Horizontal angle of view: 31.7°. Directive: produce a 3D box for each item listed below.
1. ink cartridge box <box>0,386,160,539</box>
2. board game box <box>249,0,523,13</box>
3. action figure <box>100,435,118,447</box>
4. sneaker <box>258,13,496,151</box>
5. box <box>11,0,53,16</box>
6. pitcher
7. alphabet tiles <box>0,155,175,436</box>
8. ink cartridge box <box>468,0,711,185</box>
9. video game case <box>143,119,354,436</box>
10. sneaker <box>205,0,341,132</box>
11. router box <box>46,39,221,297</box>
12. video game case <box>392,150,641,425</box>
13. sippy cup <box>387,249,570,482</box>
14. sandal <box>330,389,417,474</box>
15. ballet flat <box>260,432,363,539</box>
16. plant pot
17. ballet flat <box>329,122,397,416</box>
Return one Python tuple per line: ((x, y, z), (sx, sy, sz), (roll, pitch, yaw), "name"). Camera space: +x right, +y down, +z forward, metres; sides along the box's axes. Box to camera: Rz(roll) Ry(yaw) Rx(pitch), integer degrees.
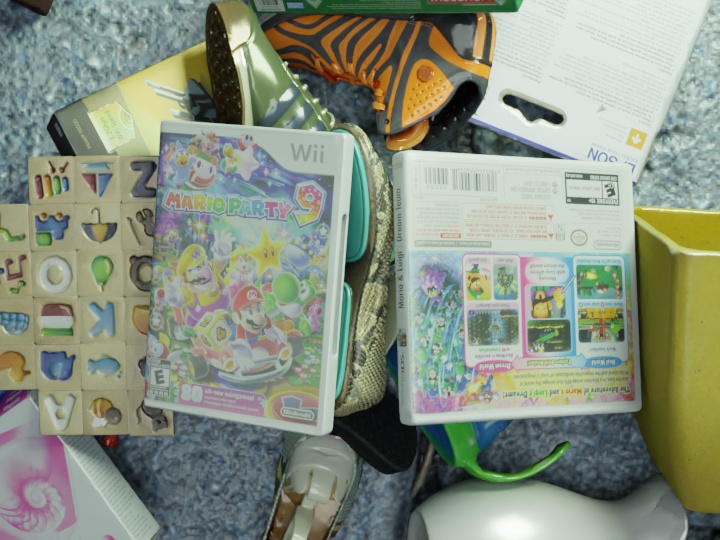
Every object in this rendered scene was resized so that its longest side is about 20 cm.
((-0.286, 0.171, 0.976), (0.196, 0.043, 0.201), (-34, 96, 22), "ink cartridge box")
((0.033, -0.232, 0.901), (0.198, 0.135, 0.029), (5, 136, 24), "board game box")
((-0.163, 0.037, 0.993), (0.065, 0.052, 0.201), (32, 89, -9), "action figure")
((0.003, -0.144, 0.929), (0.199, 0.077, 0.113), (-3, 82, 31), "sneaker")
((-0.272, -0.314, 0.900), (0.163, 0.166, 0.201), (25, 95, -4), "box")
((0.140, 0.243, 0.992), (0.198, 0.121, 0.173), (-1, 111, -12), "pitcher")
((-0.185, 0.019, 0.907), (0.165, 0.006, 0.202), (-1, 96, 2), "alphabet tiles")
((0.156, -0.193, 0.974), (0.195, 0.043, 0.201), (21, 97, -2), "ink cartridge box")
((-0.079, 0.003, 0.866), (0.142, 0.018, 0.202), (7, 96, 22), "video game case")
((-0.050, -0.099, 0.922), (0.089, 0.067, 0.202), (-14, 96, -22), "sneaker")
((-0.118, -0.059, 0.955), (0.157, 0.052, 0.201), (-30, 95, -21), "router box")
((0.113, 0.012, 0.894), (0.198, 0.024, 0.184), (0, 86, -29), "video game case")
((0.094, 0.059, 0.966), (0.130, 0.140, 0.179), (-27, 117, -8), "sippy cup")
((-0.029, 0.093, 0.963), (0.048, 0.076, 0.201), (-16, 131, 34), "sandal")
((-0.043, 0.191, 0.997), (0.069, 0.071, 0.202), (19, 94, -2), "ballet flat")
((0.294, 0.070, 0.939), (0.192, 0.196, 0.202), (3, 101, -1), "plant pot")
((0.000, 0.000, 0.887), (0.075, 0.067, 0.202), (-2, 96, -46), "ballet flat")
